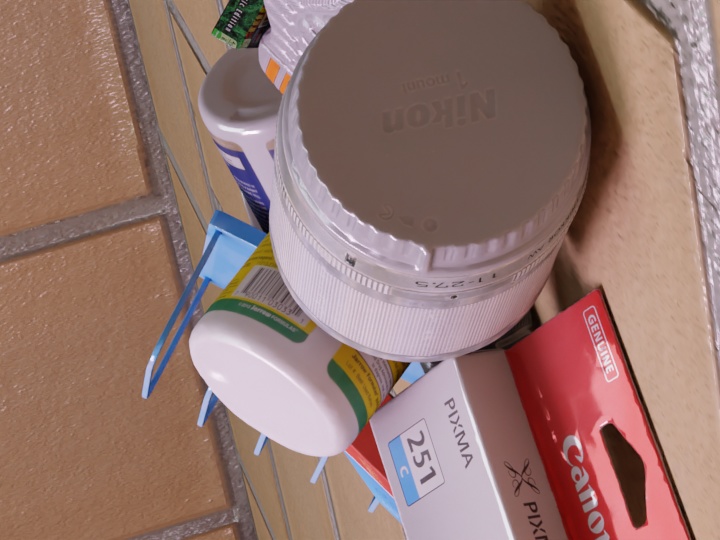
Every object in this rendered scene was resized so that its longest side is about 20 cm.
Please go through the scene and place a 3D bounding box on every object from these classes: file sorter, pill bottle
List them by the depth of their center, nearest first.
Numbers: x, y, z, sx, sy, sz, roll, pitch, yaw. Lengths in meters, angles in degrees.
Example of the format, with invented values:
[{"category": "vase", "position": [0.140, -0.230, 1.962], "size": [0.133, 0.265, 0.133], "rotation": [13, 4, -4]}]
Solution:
[{"category": "pill bottle", "position": [0.000, 0.000, 1.489], "size": [0.113, 0.200, 0.113], "rotation": [30, 155, 15]}, {"category": "pill bottle", "position": [-0.029, -0.069, 1.828], "size": [0.200, 0.111, 0.111], "rotation": [63, -179, -40]}, {"category": "file sorter", "position": [-0.045, 0.070, 1.831], "size": [0.123, 0.200, 0.139], "rotation": [-63, -1, -17]}]

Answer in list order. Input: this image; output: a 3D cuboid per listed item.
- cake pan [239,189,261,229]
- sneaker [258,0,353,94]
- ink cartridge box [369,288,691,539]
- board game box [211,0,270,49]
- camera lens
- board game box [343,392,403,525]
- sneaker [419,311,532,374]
[{"category": "cake pan", "position": [-0.093, -0.092, 2.513], "size": [0.200, 0.037, 0.201], "rotation": [163, 90, -82]}, {"category": "sneaker", "position": [0.005, -0.161, 1.461], "size": [0.078, 0.112, 0.200], "rotation": [48, 166, -2]}, {"category": "ink cartridge box", "position": [0.095, 0.135, 1.399], "size": [0.176, 0.045, 0.200], "rotation": [-39, 63, 47]}, {"category": "board game box", "position": [-0.037, -0.184, 1.557], "size": [0.105, 0.023, 0.200], "rotation": [-62, -5, 10]}, {"category": "camera lens", "position": [0.034, -0.049, 1.337], "size": [0.200, 0.160, 0.160], "rotation": [100, 152, -72]}, {"category": "board game box", "position": [0.067, 0.160, 1.565], "size": [0.200, 0.040, 0.153], "rotation": [42, 172, 31]}, {"category": "sneaker", "position": [0.082, 0.089, 1.589], "size": [0.116, 0.075, 0.200], "rotation": [86, 165, -64]}]
